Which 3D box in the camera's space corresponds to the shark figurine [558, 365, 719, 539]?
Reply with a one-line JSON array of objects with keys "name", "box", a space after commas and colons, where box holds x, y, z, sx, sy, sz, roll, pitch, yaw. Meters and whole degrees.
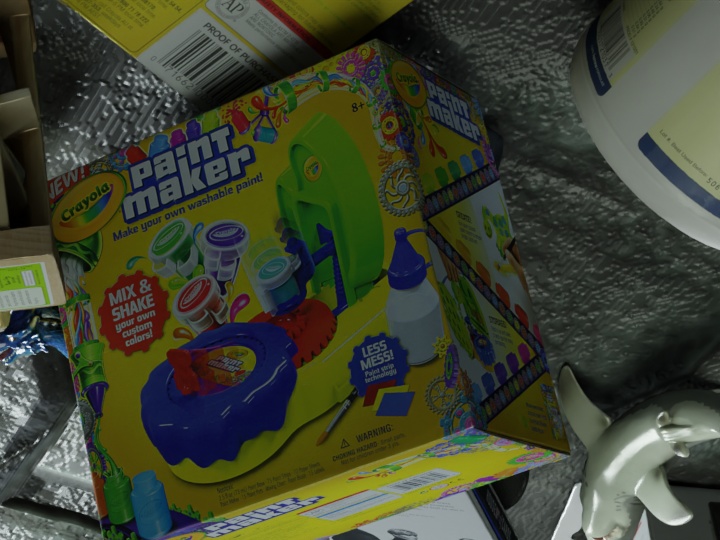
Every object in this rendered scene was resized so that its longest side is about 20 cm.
[{"name": "shark figurine", "box": [0.202, 0.093, 1.292, 0.089, 0.129, 0.214, -24, -176, -39]}]

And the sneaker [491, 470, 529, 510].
[{"name": "sneaker", "box": [0.047, 0.090, 1.281, 0.073, 0.082, 0.200, -21, 135, 13]}]

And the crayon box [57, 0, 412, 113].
[{"name": "crayon box", "box": [-0.031, -0.163, 1.039, 0.199, 0.051, 0.127, -32, 130, 26]}]

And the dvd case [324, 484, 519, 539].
[{"name": "dvd case", "box": [0.009, 0.138, 1.296, 0.149, 0.025, 0.200, 5, 156, 16]}]

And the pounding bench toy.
[{"name": "pounding bench toy", "box": [-0.209, -0.057, 1.050, 0.123, 0.157, 0.200, -7, 170, -6]}]

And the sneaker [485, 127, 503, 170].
[{"name": "sneaker", "box": [0.000, 0.000, 1.173, 0.078, 0.066, 0.201, 35, 97, 13]}]

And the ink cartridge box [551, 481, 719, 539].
[{"name": "ink cartridge box", "box": [0.222, 0.200, 1.418, 0.199, 0.067, 0.116, 5, 135, -10]}]

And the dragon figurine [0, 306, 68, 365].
[{"name": "dragon figurine", "box": [-0.107, 0.033, 1.220, 0.199, 0.059, 0.100, -9, 142, 13]}]

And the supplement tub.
[{"name": "supplement tub", "box": [0.210, -0.119, 1.038, 0.144, 0.146, 0.200, 25, 128, -27]}]

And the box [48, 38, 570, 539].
[{"name": "box", "box": [-0.030, 0.024, 1.084, 0.199, 0.194, 0.122, -22, 161, 22]}]
